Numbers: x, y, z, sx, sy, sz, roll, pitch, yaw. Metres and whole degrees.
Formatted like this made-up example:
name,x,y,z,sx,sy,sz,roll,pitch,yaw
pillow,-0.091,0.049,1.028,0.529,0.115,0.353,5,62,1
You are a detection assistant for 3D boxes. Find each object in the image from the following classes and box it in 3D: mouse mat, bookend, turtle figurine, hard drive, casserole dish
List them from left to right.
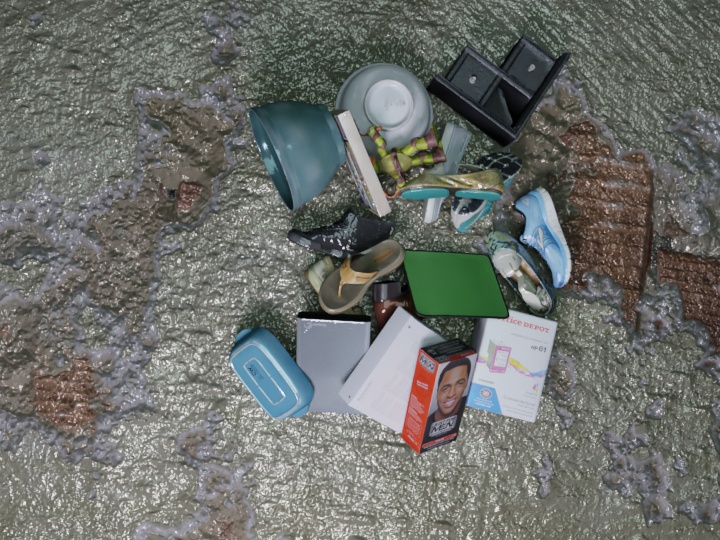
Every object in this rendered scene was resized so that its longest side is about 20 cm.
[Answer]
name,x,y,z,sx,sy,sz,roll,pitch,yaw
casserole dish,-0.175,0.202,1.518,0.121,0.039,0.201,-36,92,31
hard drive,-0.052,0.176,1.516,0.137,0.033,0.203,3,114,1
turtle figurine,0.072,-0.218,1.502,0.159,0.065,0.201,-17,130,16
mouse mat,0.179,0.025,1.529,0.196,0.008,0.163,2,50,-17
bookend,0.269,-0.387,1.568,0.198,0.092,0.201,36,85,-3

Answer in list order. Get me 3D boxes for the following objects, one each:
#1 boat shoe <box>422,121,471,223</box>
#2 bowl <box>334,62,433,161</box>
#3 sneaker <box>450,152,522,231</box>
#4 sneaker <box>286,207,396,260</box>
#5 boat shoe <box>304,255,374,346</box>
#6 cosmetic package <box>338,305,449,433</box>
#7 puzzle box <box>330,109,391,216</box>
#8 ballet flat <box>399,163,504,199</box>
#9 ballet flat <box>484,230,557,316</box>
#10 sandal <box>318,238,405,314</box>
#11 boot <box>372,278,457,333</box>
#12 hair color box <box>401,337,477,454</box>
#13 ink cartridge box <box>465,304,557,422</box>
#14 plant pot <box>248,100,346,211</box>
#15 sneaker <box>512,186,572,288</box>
name,x,y,z,sx,sy,sz,roll,pitch,yaw
boat shoe,0.173,-0.187,1.568,0.070,0.070,0.204,15,86,-3
bowl,0.050,-0.311,1.550,0.197,0.090,0.205,0,90,-4
sneaker,0.243,-0.158,1.576,0.077,0.080,0.200,35,68,27
sneaker,-0.037,-0.077,1.555,0.197,0.060,0.106,18,90,-10
boat shoe,-0.029,0.067,1.544,0.062,0.073,0.201,-36,93,-3
cosmetic package,0.073,0.189,1.508,0.150,0.052,0.201,35,92,-39
puzzle box,-0.004,-0.203,1.500,0.025,0.133,0.203,-25,105,-6
ballet flat,0.170,-0.167,1.499,0.196,0.071,0.072,1,89,2
ballet flat,0.314,0.009,1.571,0.074,0.074,0.200,-43,92,-4
sandal,0.000,0.000,1.498,0.199,0.054,0.080,-37,64,-13
boot,0.117,0.116,1.562,0.185,0.068,0.204,-7,96,-19
hair color box,0.146,0.236,1.504,0.100,0.061,0.203,-11,122,-35
ink cartridge box,0.286,0.176,1.565,0.142,0.085,0.204,14,87,-4
plant pot,-0.108,-0.230,1.486,0.133,0.200,0.203,-25,91,-10
sneaker,0.358,-0.057,1.589,0.089,0.078,0.203,-19,82,5
